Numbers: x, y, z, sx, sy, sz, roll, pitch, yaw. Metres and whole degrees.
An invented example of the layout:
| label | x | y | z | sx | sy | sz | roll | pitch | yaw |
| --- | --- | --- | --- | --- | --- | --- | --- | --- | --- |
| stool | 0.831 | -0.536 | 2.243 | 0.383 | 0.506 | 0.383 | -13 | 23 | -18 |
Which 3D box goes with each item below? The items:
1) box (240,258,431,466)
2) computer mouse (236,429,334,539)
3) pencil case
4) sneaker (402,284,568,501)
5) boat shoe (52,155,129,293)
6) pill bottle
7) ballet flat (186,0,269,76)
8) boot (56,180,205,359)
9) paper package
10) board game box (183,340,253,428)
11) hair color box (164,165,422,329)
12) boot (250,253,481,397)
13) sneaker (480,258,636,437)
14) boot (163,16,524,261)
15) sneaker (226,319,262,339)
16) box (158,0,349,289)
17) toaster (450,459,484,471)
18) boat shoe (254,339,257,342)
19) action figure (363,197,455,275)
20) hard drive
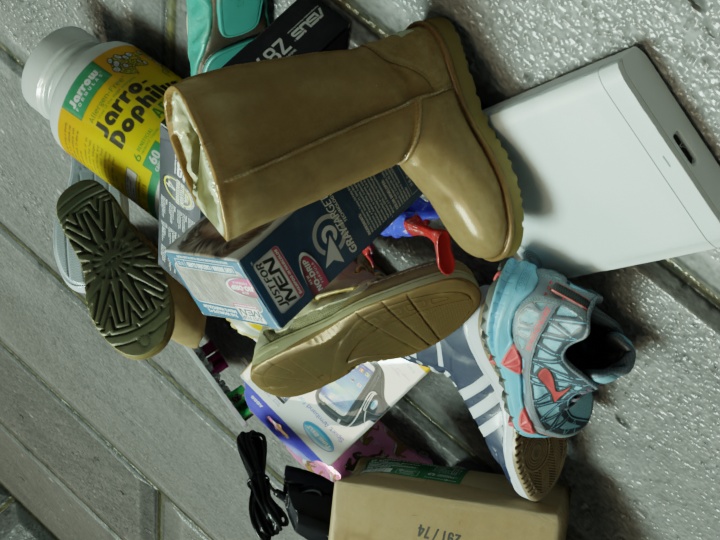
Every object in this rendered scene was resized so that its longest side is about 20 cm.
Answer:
| label | x | y | z | sx | sy | sz | roll | pitch | yaw |
| --- | --- | --- | --- | --- | --- | --- | --- | --- | --- |
| box | -0.021 | 0.086 | 1.246 | 0.119 | 0.041 | 0.200 | 45 | 128 | 2 |
| computer mouse | -0.034 | 0.232 | 1.275 | 0.200 | 0.046 | 0.141 | 47 | -164 | -34 |
| pencil case | -0.019 | 0.166 | 1.393 | 0.200 | 0.086 | 0.083 | 41 | 128 | 12 |
| sneaker | 0.097 | 0.092 | 1.135 | 0.108 | 0.070 | 0.201 | 10 | 130 | 44 |
| boat shoe | -0.247 | -0.068 | 1.341 | 0.071 | 0.202 | 0.062 | -3 | 156 | 9 |
| pill bottle | -0.198 | -0.129 | 1.220 | 0.199 | 0.113 | 0.113 | 36 | 152 | 22 |
| ballet flat | -0.103 | -0.193 | 1.061 | 0.201 | 0.067 | 0.071 | 103 | 144 | -59 |
| boot | -0.176 | 0.025 | 1.212 | 0.176 | 0.066 | 0.200 | 65 | -177 | 26 |
| paper package | 0.075 | 0.269 | 1.204 | 0.198 | 0.193 | 0.103 | 6 | -176 | 12 |
| board game box | -0.187 | 0.056 | 1.486 | 0.201 | 0.026 | 0.200 | 57 | 173 | -20 |
| hair color box | -0.030 | -0.049 | 0.981 | 0.100 | 0.200 | 0.061 | 6 | 134 | 52 |
| boot | 0.000 | 0.000 | 1.106 | 0.199 | 0.156 | 0.073 | -26 | 134 | 26 |
| sneaker | 0.151 | 0.072 | 1.007 | 0.095 | 0.080 | 0.200 | 12 | 154 | 27 |
| boot | -0.008 | -0.060 | 0.888 | 0.066 | 0.199 | 0.176 | -23 | 90 | 61 |
| sneaker | -0.112 | -0.037 | 1.284 | 0.090 | 0.075 | 0.201 | -47 | 67 | 27 |
| box | -0.083 | -0.090 | 1.048 | 0.049 | 0.161 | 0.200 | 39 | 152 | 13 |
| toaster | 0.082 | 0.280 | 1.356 | 0.114 | 0.129 | 0.200 | 42 | 154 | 11 |
| boat shoe | -0.071 | 0.048 | 1.322 | 0.199 | 0.074 | 0.066 | 30 | 154 | 29 |
| action figure | 0.020 | -0.044 | 1.052 | 0.200 | 0.065 | 0.052 | 30 | 144 | 51 |
| hard drive | 0.144 | -0.060 | 0.903 | 0.132 | 0.027 | 0.200 | 53 | 154 | -12 |
